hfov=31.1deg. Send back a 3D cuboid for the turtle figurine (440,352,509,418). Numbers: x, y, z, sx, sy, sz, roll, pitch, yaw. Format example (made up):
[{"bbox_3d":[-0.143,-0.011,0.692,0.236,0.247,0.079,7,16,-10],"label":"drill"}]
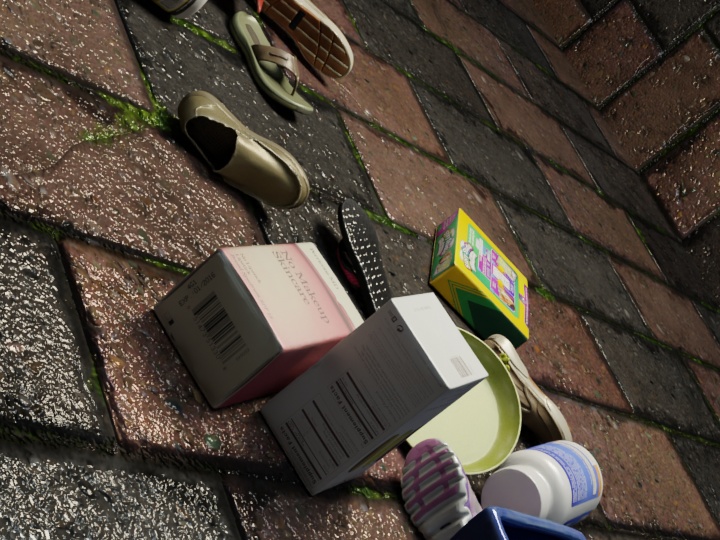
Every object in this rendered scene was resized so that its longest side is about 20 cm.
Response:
[{"bbox_3d":[0.127,0.150,1.714,0.160,0.064,0.203,13,54,-34],"label":"turtle figurine"}]

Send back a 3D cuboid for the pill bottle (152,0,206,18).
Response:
[{"bbox_3d":[-0.289,-0.439,1.738,0.199,0.111,0.112,35,27,-36],"label":"pill bottle"}]

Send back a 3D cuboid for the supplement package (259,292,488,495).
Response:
[{"bbox_3d":[0.013,0.128,1.355,0.110,0.200,0.113,56,24,14],"label":"supplement package"}]

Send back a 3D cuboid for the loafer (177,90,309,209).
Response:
[{"bbox_3d":[-0.151,-0.139,1.613,0.199,0.076,0.068,36,26,-11],"label":"loafer"}]

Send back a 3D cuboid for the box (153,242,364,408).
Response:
[{"bbox_3d":[-0.101,0.053,1.369,0.129,0.109,0.199,56,23,12],"label":"box"}]

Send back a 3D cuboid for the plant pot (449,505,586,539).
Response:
[{"bbox_3d":[0.146,0.372,1.273,0.199,0.179,0.202,25,35,-47],"label":"plant pot"}]

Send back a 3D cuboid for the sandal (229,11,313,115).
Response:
[{"bbox_3d":[-0.130,-0.315,1.925,0.202,0.057,0.079,59,24,17],"label":"sandal"}]

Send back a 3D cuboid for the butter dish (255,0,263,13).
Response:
[{"bbox_3d":[-0.218,-0.517,1.969,0.201,0.145,0.201,-100,-173,-48],"label":"butter dish"}]

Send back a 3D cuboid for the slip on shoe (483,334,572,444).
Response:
[{"bbox_3d":[0.229,0.189,1.865,0.060,0.076,0.201,-36,97,-28],"label":"slip on shoe"}]

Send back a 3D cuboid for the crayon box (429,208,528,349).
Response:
[{"bbox_3d":[0.189,0.017,2.039,0.172,0.058,0.201,44,23,-15],"label":"crayon box"}]

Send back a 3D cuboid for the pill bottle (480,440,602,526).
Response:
[{"bbox_3d":[0.228,0.282,1.652,0.113,0.112,0.199,59,23,18],"label":"pill bottle"}]

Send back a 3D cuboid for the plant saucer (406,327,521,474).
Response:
[{"bbox_3d":[0.110,0.164,1.621,0.197,0.031,0.203,14,57,-23],"label":"plant saucer"}]

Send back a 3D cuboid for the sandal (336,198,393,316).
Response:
[{"bbox_3d":[0.000,0.000,1.739,0.075,0.045,0.203,2,68,-55],"label":"sandal"}]

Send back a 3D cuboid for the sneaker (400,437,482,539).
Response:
[{"bbox_3d":[0.114,0.290,1.479,0.088,0.080,0.202,21,42,-62],"label":"sneaker"}]

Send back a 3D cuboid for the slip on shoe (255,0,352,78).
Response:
[{"bbox_3d":[-0.086,-0.398,2.098,0.199,0.076,0.061,40,30,-8],"label":"slip on shoe"}]
